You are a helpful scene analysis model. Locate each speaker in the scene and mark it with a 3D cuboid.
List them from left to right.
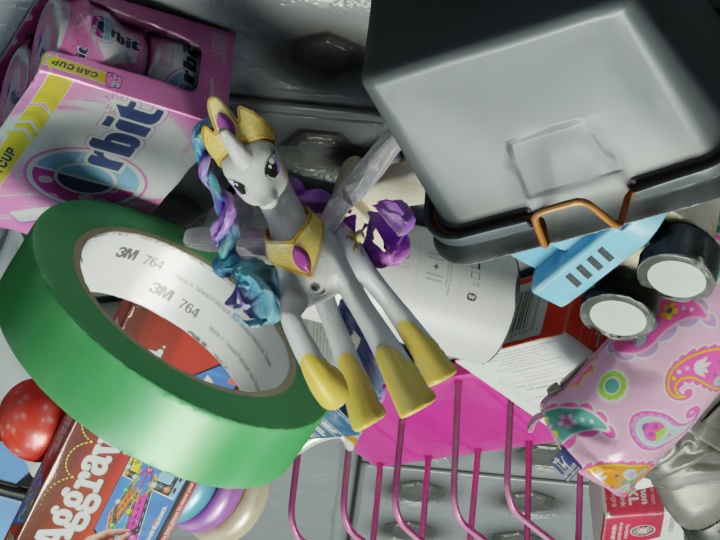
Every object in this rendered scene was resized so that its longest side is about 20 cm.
[{"bbox_3d":[0.000,0.000,1.391,0.199,0.082,0.081,14,151,-19],"label":"speaker"}]

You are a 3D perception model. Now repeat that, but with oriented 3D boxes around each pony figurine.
[{"bbox_3d":[-0.020,-0.013,1.209,0.166,0.201,0.193,-29,180,12],"label":"pony figurine"}]

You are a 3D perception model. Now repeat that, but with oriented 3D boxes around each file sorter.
[{"bbox_3d":[0.061,0.161,1.642,0.199,0.126,0.139,-11,148,28],"label":"file sorter"}]

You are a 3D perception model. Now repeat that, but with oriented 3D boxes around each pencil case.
[{"bbox_3d":[0.196,0.050,1.342,0.200,0.088,0.087,-49,132,10],"label":"pencil case"}]

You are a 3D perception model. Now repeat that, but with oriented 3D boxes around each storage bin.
[{"bbox_3d":[0.098,-0.100,1.126,0.199,0.146,0.134,-15,137,26],"label":"storage bin"}]

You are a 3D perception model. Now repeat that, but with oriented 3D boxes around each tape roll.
[{"bbox_3d":[-0.111,0.040,1.222,0.200,0.201,0.048,22,115,-29],"label":"tape roll"}]

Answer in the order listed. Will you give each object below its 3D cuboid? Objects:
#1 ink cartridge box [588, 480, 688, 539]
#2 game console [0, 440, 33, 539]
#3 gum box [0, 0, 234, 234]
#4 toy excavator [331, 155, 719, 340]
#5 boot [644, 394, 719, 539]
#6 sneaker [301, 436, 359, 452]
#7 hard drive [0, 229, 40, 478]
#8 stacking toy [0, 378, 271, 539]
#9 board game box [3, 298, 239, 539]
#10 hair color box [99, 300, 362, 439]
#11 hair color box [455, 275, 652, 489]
[{"bbox_3d":[0.282,0.172,1.648,0.198,0.084,0.145,-4,153,2],"label":"ink cartridge box"},{"bbox_3d":[-0.345,0.200,1.796,0.199,0.119,0.171,17,151,-23],"label":"game console"},{"bbox_3d":[-0.162,-0.088,1.261,0.113,0.067,0.200,15,151,-22],"label":"gum box"},{"bbox_3d":[0.103,-0.043,1.298,0.199,0.100,0.194,29,146,-15],"label":"toy excavator"},{"bbox_3d":[0.266,0.088,1.418,0.200,0.070,0.132,-41,116,-1],"label":"boot"},{"bbox_3d":[-0.090,0.097,1.599,0.198,0.080,0.079,0,153,13],"label":"sneaker"},{"bbox_3d":[-0.226,0.056,1.494,0.026,0.132,0.200,-20,164,-27],"label":"hard drive"},{"bbox_3d":[-0.156,0.118,1.409,0.199,0.086,0.085,25,147,-38],"label":"stacking toy"},{"bbox_3d":[-0.146,0.114,1.354,0.102,0.019,0.201,18,109,-31],"label":"board game box"},{"bbox_3d":[-0.097,0.070,1.521,0.199,0.101,0.061,-6,155,20],"label":"hair color box"},{"bbox_3d":[0.176,0.077,1.488,0.200,0.064,0.111,37,147,-29],"label":"hair color box"}]
